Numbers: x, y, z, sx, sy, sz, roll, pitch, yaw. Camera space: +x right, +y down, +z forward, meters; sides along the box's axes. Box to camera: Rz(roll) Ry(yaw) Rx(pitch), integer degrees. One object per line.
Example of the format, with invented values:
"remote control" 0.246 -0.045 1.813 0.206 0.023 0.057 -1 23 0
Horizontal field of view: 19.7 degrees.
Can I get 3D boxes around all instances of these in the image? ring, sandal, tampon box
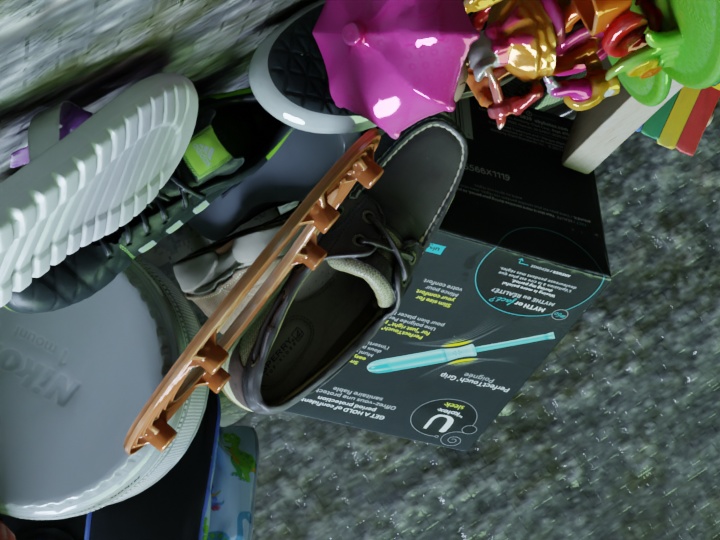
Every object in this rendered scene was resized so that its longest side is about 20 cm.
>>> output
"ring" -0.048 0.014 1.021 0.201 0.019 0.200 -51 178 -2
"sandal" -0.140 -0.045 0.942 0.203 0.050 0.083 -42 160 -51
"tampon box" 0.042 -0.002 1.310 0.149 0.127 0.200 14 138 -20

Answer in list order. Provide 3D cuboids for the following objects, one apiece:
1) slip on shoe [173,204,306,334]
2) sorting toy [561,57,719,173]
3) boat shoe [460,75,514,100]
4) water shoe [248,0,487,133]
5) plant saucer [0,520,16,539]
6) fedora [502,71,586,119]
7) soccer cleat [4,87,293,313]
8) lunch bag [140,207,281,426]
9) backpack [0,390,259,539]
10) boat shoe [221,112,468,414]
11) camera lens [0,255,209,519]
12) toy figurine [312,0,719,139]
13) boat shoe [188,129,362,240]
"slip on shoe" -0.051 0.000 1.259 0.076 0.061 0.200 -28 -176 -32
"sorting toy" 0.204 -0.164 1.202 0.200 0.069 0.200 131 -20 -72
"boat shoe" 0.084 -0.148 1.264 0.199 0.072 0.068 -30 175 -25
"water shoe" 0.007 -0.112 1.120 0.200 0.072 0.079 -27 178 -41
"plant saucer" -0.259 0.110 1.094 0.037 0.199 0.200 -57 -178 -12
"fedora" 0.088 -0.129 1.403 0.199 0.091 0.177 -26 176 9
"soccer cleat" -0.110 -0.045 1.053 0.081 0.068 0.200 -23 -168 47
"lunch bag" -0.150 0.044 1.464 0.167 0.140 0.200 -8 162 -34
"backpack" -0.160 0.179 1.375 0.146 0.184 0.200 20 146 -24
"boat shoe" 0.000 0.000 1.142 0.200 0.073 0.065 -56 -156 -2
"camera lens" -0.170 0.057 1.174 0.160 0.160 0.200 -32 176 -1
"toy figurine" 0.065 -0.123 1.025 0.183 0.151 0.200 -19 159 -11
"boat shoe" -0.047 -0.076 1.240 0.065 0.074 0.200 -33 -172 -31
